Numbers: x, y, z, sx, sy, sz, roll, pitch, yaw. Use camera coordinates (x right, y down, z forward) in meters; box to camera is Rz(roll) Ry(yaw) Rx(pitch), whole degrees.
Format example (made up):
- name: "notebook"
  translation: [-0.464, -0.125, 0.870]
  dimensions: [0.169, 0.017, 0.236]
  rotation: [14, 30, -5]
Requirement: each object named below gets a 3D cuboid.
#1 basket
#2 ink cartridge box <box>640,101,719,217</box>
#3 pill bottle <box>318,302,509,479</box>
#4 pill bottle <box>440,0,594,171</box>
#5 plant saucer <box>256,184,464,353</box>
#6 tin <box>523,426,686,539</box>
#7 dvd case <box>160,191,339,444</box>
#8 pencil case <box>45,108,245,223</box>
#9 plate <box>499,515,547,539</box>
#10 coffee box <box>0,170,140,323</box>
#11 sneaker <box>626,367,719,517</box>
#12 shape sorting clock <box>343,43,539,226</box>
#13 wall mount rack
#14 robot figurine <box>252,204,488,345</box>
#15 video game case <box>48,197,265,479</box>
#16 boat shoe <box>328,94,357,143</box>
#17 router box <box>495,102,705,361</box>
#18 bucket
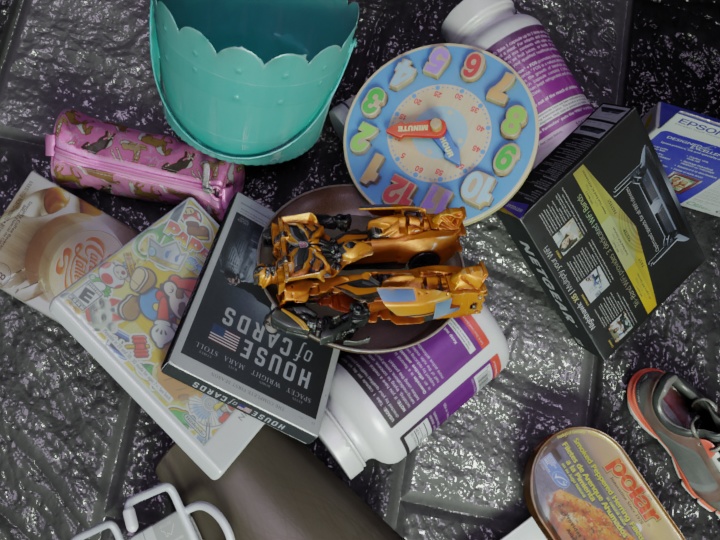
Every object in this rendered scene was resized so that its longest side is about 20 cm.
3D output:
- name: "basket"
  translation: [-0.088, 0.229, 0.708]
  dimensions: [0.179, 0.136, 0.201]
  rotation: [-39, 79, -11]
- name: "ink cartridge box"
  translation: [0.371, -0.112, 0.784]
  dimensions: [0.192, 0.200, 0.048]
  rotation: [17, 76, -1]
- name: "pill bottle"
  translation: [0.043, 0.106, 0.753]
  dimensions: [0.198, 0.113, 0.113]
  rotation: [-38, 83, -12]
- name: "pill bottle"
  translation: [0.169, -0.199, 0.832]
  dimensions: [0.110, 0.112, 0.203]
  rotation: [-27, 81, -10]
- name: "plant saucer"
  translation: [0.000, 0.000, 0.721]
  dimensions: [0.194, 0.033, 0.204]
  rotation: [6, 49, -7]
- name: "tin"
  translation: [0.239, 0.248, 0.746]
  dimensions: [0.111, 0.042, 0.202]
  rotation: [-32, 80, -9]
- name: "dvd case"
  translation: [-0.083, 0.038, 0.714]
  dimensions: [0.148, 0.025, 0.203]
  rotation: [29, 48, -17]
- name: "pencil case"
  translation: [-0.217, -0.105, 0.790]
  dimensions: [0.194, 0.087, 0.085]
  rotation: [13, 61, -1]
- name: "plate"
  translation: [0.184, 0.351, 0.750]
  dimensions: [0.197, 0.032, 0.202]
  rotation: [-30, 80, -10]
- name: "coffee box"
  translation: [-0.261, 0.007, 0.765]
  dimensions: [0.196, 0.080, 0.116]
  rotation: [28, 76, 2]
- name: "sneaker"
  translation: [0.356, 0.182, 0.777]
  dimensions: [0.200, 0.082, 0.077]
  rotation: [43, 77, 6]
- name: "shape sorting clock"
  translation: [0.078, -0.137, 0.763]
  dimensions: [0.194, 0.039, 0.206]
  rotation: [-4, 74, 12]
- name: "wall mount rack"
  translation: [-0.174, 0.286, 0.653]
  dimensions: [0.074, 0.199, 0.177]
  rotation: [-14, 73, -50]
- name: "robot figurine"
  translation: [0.004, -0.007, 0.668]
  dimensions: [0.194, 0.059, 0.147]
  rotation: [-3, 47, -12]
- name: "video game case"
  translation: [-0.143, 0.051, 0.693]
  dimensions: [0.200, 0.023, 0.182]
  rotation: [45, 45, -2]
- name: "boat shoe"
  translation: [0.047, -0.109, 0.827]
  dimensions: [0.069, 0.071, 0.202]
  rotation: [-33, 75, -8]
- name: "router box"
  translation: [0.245, -0.036, 0.775]
  dimensions: [0.157, 0.052, 0.201]
  rotation: [-41, 117, -7]
- name: "bucket"
  translation: [-0.109, -0.214, 0.766]
  dimensions: [0.201, 0.137, 0.211]
  rotation: [8, 47, -8]
